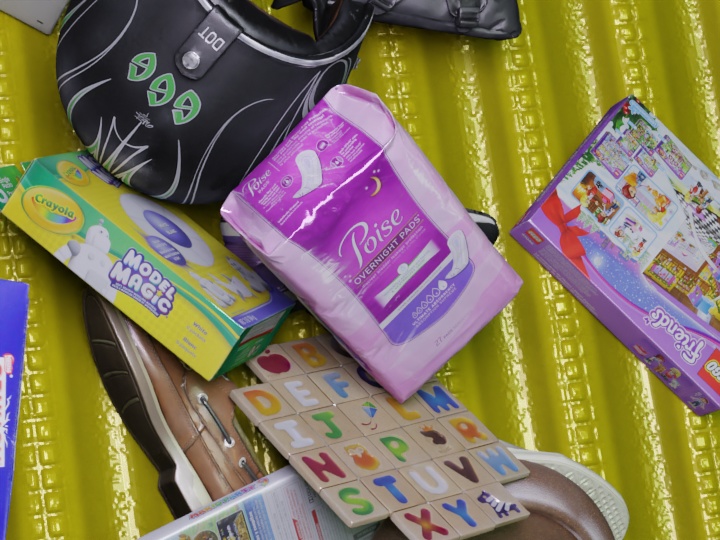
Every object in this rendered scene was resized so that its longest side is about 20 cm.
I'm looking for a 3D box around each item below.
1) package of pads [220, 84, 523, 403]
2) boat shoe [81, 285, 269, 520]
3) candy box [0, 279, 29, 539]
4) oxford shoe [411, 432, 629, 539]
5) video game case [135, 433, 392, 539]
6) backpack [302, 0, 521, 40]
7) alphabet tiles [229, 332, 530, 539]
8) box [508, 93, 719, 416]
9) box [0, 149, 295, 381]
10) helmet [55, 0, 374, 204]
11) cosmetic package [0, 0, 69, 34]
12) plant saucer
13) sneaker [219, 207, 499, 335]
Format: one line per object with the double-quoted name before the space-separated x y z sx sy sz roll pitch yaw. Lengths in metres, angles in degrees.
"package of pads" 0.012 -0.014 1.311 0.121 0.076 0.200 -46 136 -4
"boat shoe" -0.117 0.090 1.346 0.068 0.072 0.201 -28 99 -22
"candy box" -0.311 0.082 1.242 0.198 0.077 0.171 8 83 -28
"oxford shoe" 0.097 0.148 1.411 0.199 0.058 0.076 18 103 -20
"video game case" -0.065 0.209 1.328 0.199 0.018 0.144 -24 113 -23
"backpack" 0.044 -0.274 1.456 0.162 0.154 0.202 6 97 -12
"alphabet tiles" 0.014 0.107 1.338 0.166 0.006 0.200 -10 42 -42
"box" 0.224 -0.011 1.502 0.200 0.039 0.137 44 67 -5
"box" -0.144 -0.016 1.317 0.199 0.117 0.049 36 105 7
"helmet" -0.104 -0.138 1.327 0.199 0.191 0.201 23 45 -25
"cosmetic package" -0.200 -0.295 1.332 0.122 0.199 0.201 27 70 -11
"plant saucer" 0.092 0.227 1.369 0.198 0.032 0.202 -2 97 -18
"sneaker" 0.000 0.000 1.414 0.198 0.076 0.088 -4 93 -16
